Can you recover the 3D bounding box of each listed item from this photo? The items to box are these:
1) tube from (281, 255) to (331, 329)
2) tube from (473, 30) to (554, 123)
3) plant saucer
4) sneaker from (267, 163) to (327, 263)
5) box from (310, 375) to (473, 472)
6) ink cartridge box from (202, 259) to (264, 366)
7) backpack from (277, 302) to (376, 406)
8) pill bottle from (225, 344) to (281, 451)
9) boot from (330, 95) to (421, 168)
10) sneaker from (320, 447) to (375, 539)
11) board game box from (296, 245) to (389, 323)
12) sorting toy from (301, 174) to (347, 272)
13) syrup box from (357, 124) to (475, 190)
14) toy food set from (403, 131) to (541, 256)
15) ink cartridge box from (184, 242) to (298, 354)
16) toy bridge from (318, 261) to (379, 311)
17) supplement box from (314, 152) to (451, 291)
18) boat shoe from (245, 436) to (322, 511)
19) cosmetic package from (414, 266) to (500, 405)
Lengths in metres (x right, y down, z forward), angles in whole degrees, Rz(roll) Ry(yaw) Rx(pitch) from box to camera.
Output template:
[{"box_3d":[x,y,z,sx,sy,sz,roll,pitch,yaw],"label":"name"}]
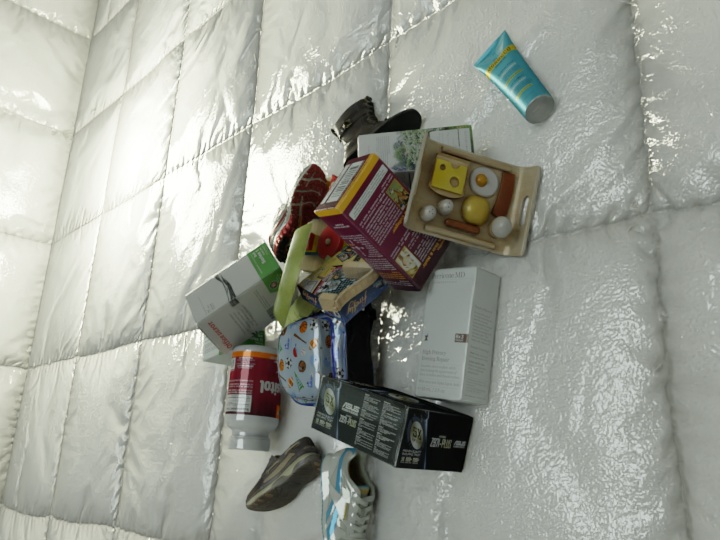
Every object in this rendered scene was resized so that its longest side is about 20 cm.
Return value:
[{"box_3d":[-0.091,0.055,1.294,0.200,0.057,0.053,-47,55,31],"label":"tube"},{"box_3d":[0.254,-0.321,1.073,0.077,0.050,0.203,-41,44,21],"label":"tube"},{"box_3d":[-0.129,0.006,1.211,0.200,0.030,0.205,-163,89,-85],"label":"plant saucer"},{"box_3d":[-0.135,-0.122,1.295,0.082,0.077,0.203,40,106,47],"label":"sneaker"},{"box_3d":[0.048,0.237,1.008,0.197,0.161,0.089,9,82,49],"label":"box"},{"box_3d":[-0.291,0.099,1.486,0.145,0.082,0.205,-24,60,40],"label":"ink cartridge box"},{"box_3d":[-0.069,0.166,1.181,0.189,0.151,0.206,-19,65,53],"label":"backpack"},{"box_3d":[-0.218,0.263,1.327,0.111,0.111,0.206,-12,68,44],"label":"pill bottle"},{"box_3d":[0.023,-0.298,1.297,0.197,0.069,0.177,-30,42,19],"label":"boot"},{"box_3d":[-0.017,0.402,1.087,0.080,0.076,0.205,-29,58,34],"label":"sneaker"},{"box_3d":[0.000,0.000,1.152,0.199,0.035,0.134,-39,36,-23],"label":"board game box"},{"box_3d":[-0.061,-0.101,1.316,0.196,0.069,0.206,4,79,48],"label":"sorting toy"},{"box_3d":[0.094,-0.181,1.091,0.194,0.082,0.081,-5,65,8],"label":"syrup box"},{"box_3d":[0.171,-0.116,0.992,0.060,0.195,0.148,162,122,-79],"label":"toy food set"},{"box_3d":[-0.240,0.060,1.331,0.197,0.147,0.085,-33,56,-7],"label":"ink cartridge box"},{"box_3d":[0.001,-0.001,1.094,0.066,0.028,0.201,3,40,31],"label":"toy bridge"},{"box_3d":[0.039,-0.072,1.026,0.112,0.200,0.085,-55,25,-18],"label":"supplement box"},{"box_3d":[-0.147,0.393,1.244,0.199,0.074,0.074,-40,40,20],"label":"boat shoe"},{"box_3d":[0.151,0.101,1.011,0.100,0.073,0.206,-6,73,47],"label":"cosmetic package"}]
